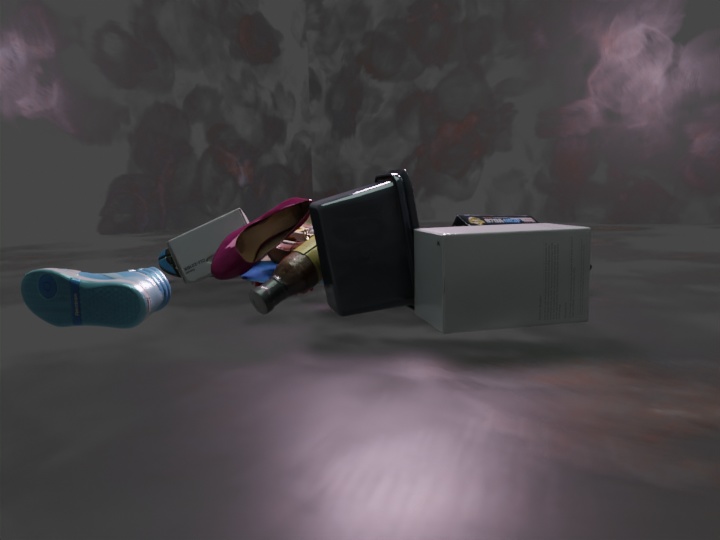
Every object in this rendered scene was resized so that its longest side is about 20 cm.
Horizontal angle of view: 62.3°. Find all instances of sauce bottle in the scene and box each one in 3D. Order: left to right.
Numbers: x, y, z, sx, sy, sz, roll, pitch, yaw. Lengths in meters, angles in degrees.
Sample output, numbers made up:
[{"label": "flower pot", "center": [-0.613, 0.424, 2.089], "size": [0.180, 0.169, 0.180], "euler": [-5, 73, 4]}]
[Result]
[{"label": "sauce bottle", "center": [-0.084, -0.006, 0.906], "size": [0.199, 0.067, 0.065], "euler": [-37, 27, -33]}]

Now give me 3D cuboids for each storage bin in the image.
[{"label": "storage bin", "center": [0.006, -0.033, 0.865], "size": [0.132, 0.204, 0.145], "euler": [-12, 11, -13]}]

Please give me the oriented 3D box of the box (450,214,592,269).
[{"label": "box", "center": [0.267, -0.032, 0.998], "size": [0.198, 0.046, 0.159], "euler": [-3, 39, -37]}]

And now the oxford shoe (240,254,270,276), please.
[{"label": "oxford shoe", "center": [-0.171, -0.025, 1.233], "size": [0.198, 0.075, 0.070], "euler": [-9, 13, -39]}]

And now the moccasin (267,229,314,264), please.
[{"label": "moccasin", "center": [-0.072, -0.033, 1.027], "size": [0.198, 0.079, 0.073], "euler": [10, 14, 27]}]

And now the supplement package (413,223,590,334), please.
[{"label": "supplement package", "center": [0.179, 0.004, 0.776], "size": [0.196, 0.124, 0.120], "euler": [-3, 8, -13]}]

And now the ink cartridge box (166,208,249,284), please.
[{"label": "ink cartridge box", "center": [-0.268, -0.044, 1.123], "size": [0.143, 0.085, 0.200], "euler": [-26, 5, -7]}]

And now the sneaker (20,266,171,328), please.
[{"label": "sneaker", "center": [-0.367, 0.032, 0.857], "size": [0.196, 0.081, 0.131], "euler": [10, 12, 11]}]

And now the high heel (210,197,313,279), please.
[{"label": "high heel", "center": [-0.159, -0.058, 0.973], "size": [0.096, 0.068, 0.200], "euler": [-22, 23, 49]}]

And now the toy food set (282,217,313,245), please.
[{"label": "toy food set", "center": [-0.098, -0.091, 1.178], "size": [0.141, 0.061, 0.199], "euler": [11, 18, 24]}]

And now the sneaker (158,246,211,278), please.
[{"label": "sneaker", "center": [-0.326, -0.013, 1.264], "size": [0.197, 0.075, 0.082], "euler": [2, -10, -20]}]

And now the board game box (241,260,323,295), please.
[{"label": "board game box", "center": [-0.135, 0.020, 1.052], "size": [0.155, 0.040, 0.200], "euler": [2, 12, -16]}]
